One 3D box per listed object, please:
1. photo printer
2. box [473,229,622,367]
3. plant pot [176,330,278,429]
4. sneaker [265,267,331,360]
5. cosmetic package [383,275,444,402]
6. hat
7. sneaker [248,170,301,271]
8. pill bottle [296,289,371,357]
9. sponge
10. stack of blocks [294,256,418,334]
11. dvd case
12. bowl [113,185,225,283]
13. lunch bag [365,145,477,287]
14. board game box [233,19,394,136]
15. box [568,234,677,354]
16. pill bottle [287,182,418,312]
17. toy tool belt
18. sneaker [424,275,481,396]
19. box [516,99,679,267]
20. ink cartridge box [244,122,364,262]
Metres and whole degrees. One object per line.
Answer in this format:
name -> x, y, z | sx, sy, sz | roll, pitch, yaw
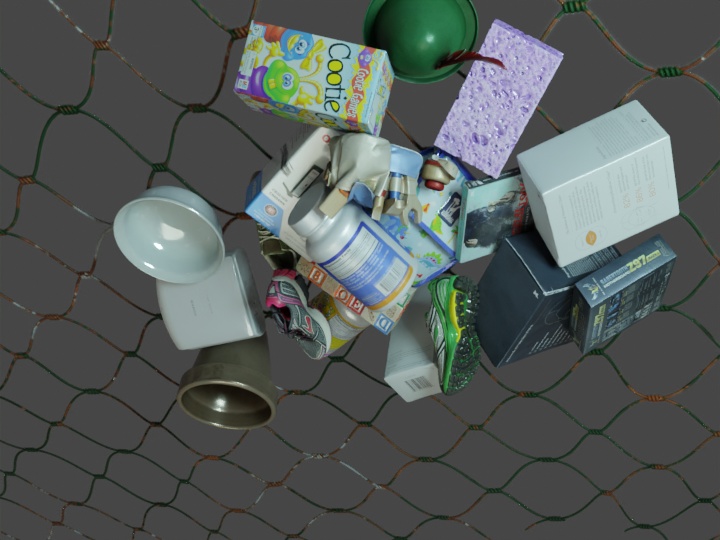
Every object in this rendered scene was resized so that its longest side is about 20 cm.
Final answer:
photo printer -> -0.287, 0.058, 1.680 | 0.196, 0.069, 0.170 | -11, 99, 23
box -> 0.301, 0.035, 1.482 | 0.193, 0.125, 0.202 | -15, 147, -32
plant pot -> -0.251, 0.189, 1.765 | 0.195, 0.178, 0.202 | 3, 146, 2
sneaker -> -0.116, 0.090, 1.589 | 0.079, 0.076, 0.202 | -4, 134, 28
cosmetic package -> 0.116, 0.121, 1.614 | 0.111, 0.203, 0.081 | -20, 129, 33
hat -> 0.079, -0.287, 1.214 | 0.163, 0.178, 0.201 | 25, 135, -14
sneaker -> -0.145, -0.067, 1.551 | 0.066, 0.091, 0.202 | -5, 134, 17
pill bottle -> -0.033, 0.074, 1.665 | 0.103, 0.106, 0.199 | 33, 132, -22
sponge -> 0.196, -0.244, 1.295 | 0.110, 0.030, 0.202 | 29, 122, 4
stack of blocks -> 0.000, 0.000, 1.535 | 0.198, 0.058, 0.116 | 35, 113, 9
dvd case -> 0.242, -0.099, 1.411 | 0.196, 0.022, 0.148 | -18, 135, -21
bowl -> -0.323, -0.079, 1.575 | 0.196, 0.092, 0.204 | 6, 137, 6
lunch bag -> 0.109, -0.093, 1.456 | 0.198, 0.129, 0.170 | -34, 124, 26
board game box -> -0.063, -0.266, 1.270 | 0.196, 0.105, 0.105 | 15, 177, 10
box -> 0.408, 0.042, 1.421 | 0.156, 0.051, 0.201 | -31, 152, -4
pill bottle -> -0.014, -0.038, 1.370 | 0.199, 0.113, 0.111 | 41, 129, -22
toy tool belt -> 0.038, -0.118, 1.312 | 0.196, 0.126, 0.124 | 13, 179, -24
sneaker -> 0.150, 0.107, 1.492 | 0.077, 0.205, 0.084 | -6, -170, -44
box -> 0.352, -0.127, 1.333 | 0.196, 0.107, 0.154 | -23, 131, 3
ink cartridge box -> -0.068, -0.139, 1.422 | 0.145, 0.085, 0.200 | 36, 114, -21
